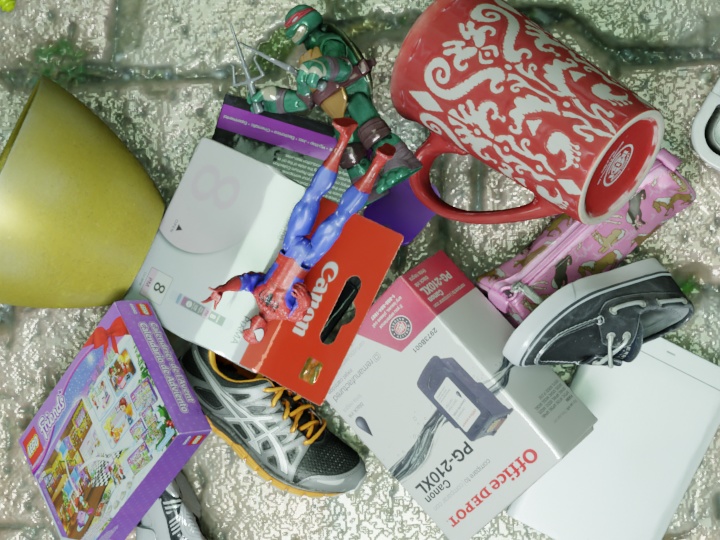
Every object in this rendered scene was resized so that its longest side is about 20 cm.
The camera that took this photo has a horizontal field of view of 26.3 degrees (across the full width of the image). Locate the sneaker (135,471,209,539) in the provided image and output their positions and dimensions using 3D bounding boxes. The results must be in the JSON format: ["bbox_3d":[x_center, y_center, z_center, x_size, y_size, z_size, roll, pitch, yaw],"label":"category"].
[{"bbox_3d":[-0.184,0.258,1.362,0.115,0.075,0.201,-28,91,1],"label":"sneaker"}]

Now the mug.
[{"bbox_3d":[0.138,-0.119,1.287,0.200,0.178,0.133,37,48,28],"label":"mug"}]

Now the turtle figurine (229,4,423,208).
[{"bbox_3d":[-0.030,-0.150,1.293,0.100,0.150,0.201,-32,89,-14],"label":"turtle figurine"}]

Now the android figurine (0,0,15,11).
[{"bbox_3d":[-0.391,-0.301,1.402,0.182,0.041,0.200,-36,85,4],"label":"android figurine"}]

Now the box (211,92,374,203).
[{"bbox_3d":[-0.082,-0.041,1.368,0.142,0.036,0.201,18,87,9],"label":"box"}]

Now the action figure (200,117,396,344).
[{"bbox_3d":[-0.053,-0.018,1.214,0.065,0.099,0.201,34,112,11],"label":"action figure"}]

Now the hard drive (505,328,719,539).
[{"bbox_3d":[0.230,0.154,1.352,0.131,0.027,0.201,26,92,5],"label":"hard drive"}]

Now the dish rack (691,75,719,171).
[{"bbox_3d":[0.397,-0.149,1.332,0.171,0.044,0.201,30,92,5],"label":"dish rack"}]

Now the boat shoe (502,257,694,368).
[{"bbox_3d":[0.203,0.048,1.281,0.068,0.199,0.072,49,133,25],"label":"boat shoe"}]

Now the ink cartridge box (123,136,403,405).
[{"bbox_3d":[-0.086,-0.002,1.295,0.199,0.057,0.163,25,89,33],"label":"ink cartridge box"}]

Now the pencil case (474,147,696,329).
[{"bbox_3d":[0.194,-0.027,1.324,0.200,0.087,0.083,-42,115,1],"label":"pencil case"}]

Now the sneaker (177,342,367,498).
[{"bbox_3d":[-0.078,0.125,1.342,0.199,0.078,0.077,32,120,4],"label":"sneaker"}]

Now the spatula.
[{"bbox_3d":[0.000,0.000,1.374,0.056,0.021,0.200,36,97,22],"label":"spatula"}]

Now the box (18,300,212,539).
[{"bbox_3d":[-0.213,0.140,1.312,0.200,0.039,0.137,-50,57,34],"label":"box"}]

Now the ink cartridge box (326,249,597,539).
[{"bbox_3d":[0.076,0.109,1.304,0.200,0.084,0.145,48,123,8],"label":"ink cartridge box"}]

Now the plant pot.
[{"bbox_3d":[-0.253,-0.047,1.328,0.141,0.200,0.201,25,92,-16],"label":"plant pot"}]
